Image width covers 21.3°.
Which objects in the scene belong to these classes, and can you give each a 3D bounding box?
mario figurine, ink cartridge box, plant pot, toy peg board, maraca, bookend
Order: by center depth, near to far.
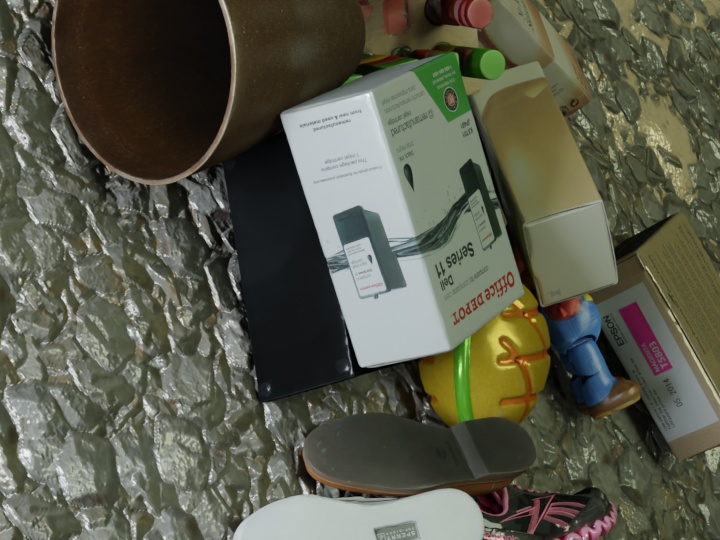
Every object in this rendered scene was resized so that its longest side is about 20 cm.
[{"bbox_3d":[0.035,-0.046,1.420,0.147,0.083,0.200,-33,109,-57],"label":"ink cartridge box"},{"bbox_3d":[-0.093,-0.170,1.426,0.200,0.187,0.187,-15,80,-48],"label":"plant pot"},{"bbox_3d":[0.000,0.000,1.522,0.200,0.092,0.199,6,70,-54],"label":"bookend"},{"bbox_3d":[0.024,-0.226,1.563,0.200,0.098,0.200,-13,106,-27],"label":"toy peg board"},{"bbox_3d":[0.106,0.049,1.592,0.137,0.107,0.200,61,34,-58],"label":"maraca"},{"bbox_3d":[0.198,0.027,1.719,0.106,0.123,0.200,-33,99,-40],"label":"mario figurine"},{"bbox_3d":[0.308,0.061,1.843,0.200,0.075,0.165,61,30,-2],"label":"ink cartridge box"}]

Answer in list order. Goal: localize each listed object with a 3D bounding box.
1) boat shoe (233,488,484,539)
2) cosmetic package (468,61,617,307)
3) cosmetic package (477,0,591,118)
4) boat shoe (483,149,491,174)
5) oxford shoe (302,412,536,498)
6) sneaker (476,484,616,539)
[{"bbox_3d":[-0.007,0.198,1.415,0.200,0.066,0.072,-8,77,-29],"label":"boat shoe"},{"bbox_3d":[0.154,-0.077,1.641,0.200,0.071,0.105,-107,180,-46],"label":"cosmetic package"},{"bbox_3d":[0.115,-0.219,1.756,0.200,0.087,0.103,41,23,-35],"label":"cosmetic package"},{"bbox_3d":[0.077,-0.099,1.688,0.066,0.074,0.200,48,30,-71],"label":"boat shoe"},{"bbox_3d":[0.039,0.158,1.496,0.200,0.071,0.071,5,51,-29],"label":"oxford shoe"},{"bbox_3d":[0.139,0.206,1.585,0.200,0.079,0.095,-20,73,-54],"label":"sneaker"}]
